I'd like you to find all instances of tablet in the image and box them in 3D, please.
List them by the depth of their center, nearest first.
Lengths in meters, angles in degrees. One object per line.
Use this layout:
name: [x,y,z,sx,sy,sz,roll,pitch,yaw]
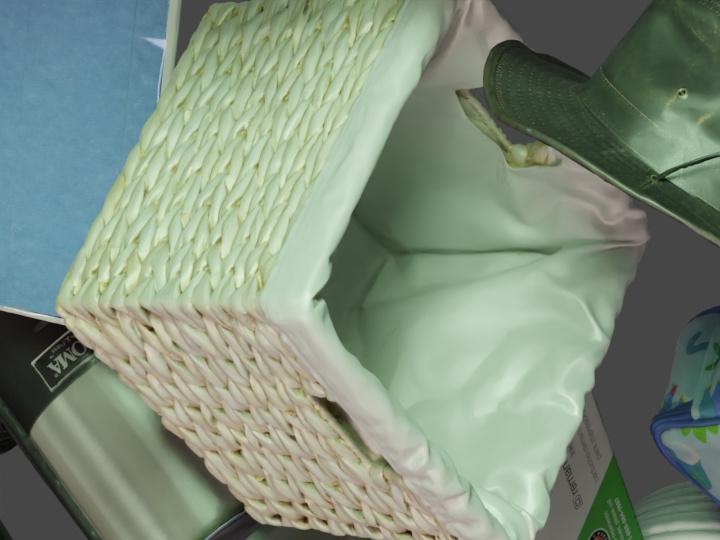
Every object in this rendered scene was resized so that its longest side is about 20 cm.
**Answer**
tablet: [-0.152,-0.072,1.411,0.130,0.014,0.201,12,111,13]

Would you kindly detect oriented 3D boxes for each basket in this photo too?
basket: [0.000,0.000,1.359,0.160,0.200,0.198,-3,141,38]

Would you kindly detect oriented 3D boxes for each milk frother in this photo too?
milk frother: [-0.127,0.088,1.589,0.180,0.200,0.188,-41,77,16]

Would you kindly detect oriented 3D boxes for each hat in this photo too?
hat: [0.153,-0.068,1.253,0.200,0.201,0.081,26,109,-6]

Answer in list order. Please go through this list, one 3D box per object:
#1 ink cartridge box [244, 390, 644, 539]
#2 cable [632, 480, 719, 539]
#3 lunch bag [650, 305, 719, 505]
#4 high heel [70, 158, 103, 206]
ink cartridge box: [0.040,0.146,1.525,0.083,0.200,0.147,22,146,41]
cable: [0.222,0.187,1.638,0.199,0.069,0.200,0,143,34]
lunch bag: [0.256,0.079,1.437,0.200,0.083,0.161,-12,138,45]
high heel: [-0.159,-0.096,1.466,0.067,0.096,0.200,-41,93,24]
